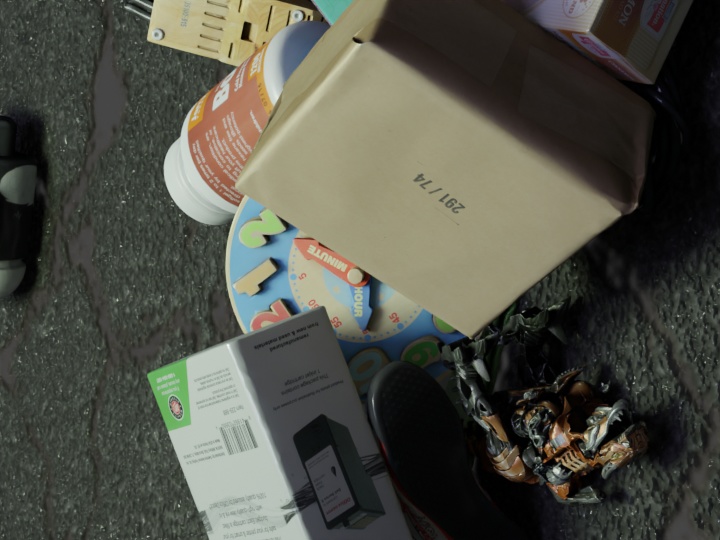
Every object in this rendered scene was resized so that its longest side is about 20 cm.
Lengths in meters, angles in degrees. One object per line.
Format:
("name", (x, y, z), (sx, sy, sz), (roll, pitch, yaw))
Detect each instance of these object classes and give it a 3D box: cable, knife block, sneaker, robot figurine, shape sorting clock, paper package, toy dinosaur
("cable", (0.157, -0.119, 1.262), (0.200, 0.051, 0.164), (16, 98, 55))
("knife block", (-0.114, -0.232, 1.622), (0.199, 0.176, 0.064), (15, 109, 6))
("sneaker", (0.040, 0.145, 1.327), (0.108, 0.067, 0.202), (12, 140, 58))
("robot figurine", (-0.408, -0.064, 1.948), (0.124, 0.150, 0.201), (12, 100, 29))
("shape sorting clock", (0.000, 0.000, 1.340), (0.039, 0.199, 0.201), (-57, -19, -73))
("paper package", (0.053, -0.077, 1.182), (0.191, 0.199, 0.104), (-44, 18, 48))
("toy dinosaur", (0.112, 0.103, 1.283), (0.199, 0.102, 0.136), (-16, 96, 34))

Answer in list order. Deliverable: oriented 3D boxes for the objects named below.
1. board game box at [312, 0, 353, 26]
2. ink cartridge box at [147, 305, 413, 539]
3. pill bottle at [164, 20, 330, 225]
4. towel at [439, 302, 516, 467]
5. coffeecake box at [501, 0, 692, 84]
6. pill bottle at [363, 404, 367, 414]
("board game box", (0.013, -0.167, 1.332), (0.045, 0.200, 0.152), (-37, 52, 4))
("ink cartridge box", (-0.054, 0.142, 1.288), (0.146, 0.084, 0.201), (-21, 90, 58))
("pill bottle", (-0.077, -0.113, 1.515), (0.200, 0.112, 0.113), (-32, 65, 48))
("towel", (0.035, 0.051, 1.433), (0.200, 0.031, 0.150), (32, 116, 49))
("coffeecake box", (0.136, -0.217, 1.219), (0.200, 0.073, 0.154), (19, 81, 52))
("pill bottle", (-0.036, 0.150, 1.425), (0.119, 0.119, 0.201), (-12, 91, 53))
